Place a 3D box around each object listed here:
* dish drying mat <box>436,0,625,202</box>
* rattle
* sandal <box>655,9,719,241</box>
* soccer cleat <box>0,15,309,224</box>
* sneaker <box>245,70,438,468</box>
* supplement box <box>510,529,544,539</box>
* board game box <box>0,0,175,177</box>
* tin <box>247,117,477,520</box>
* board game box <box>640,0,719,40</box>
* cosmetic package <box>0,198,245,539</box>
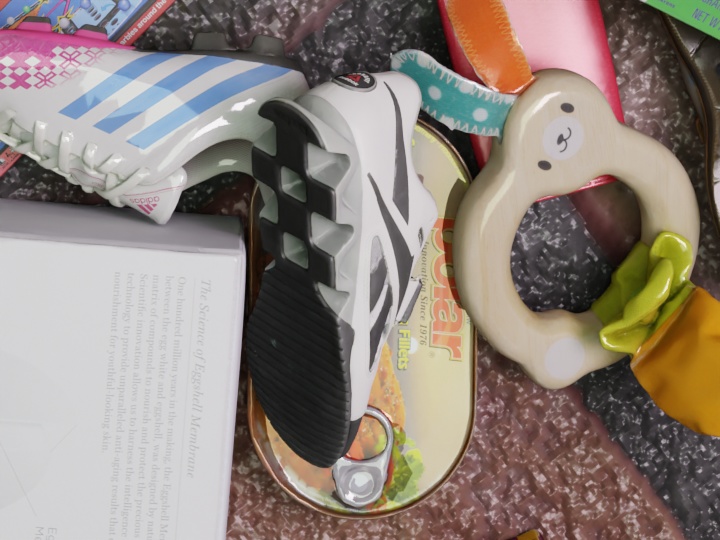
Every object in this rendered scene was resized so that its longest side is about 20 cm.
[{"bbox_3d":[0.074,-0.133,1.334,0.076,0.018,0.201,-14,99,-1],"label":"dish drying mat"},{"bbox_3d":[0.100,-0.025,1.270,0.130,0.143,0.201,-18,119,3],"label":"rattle"},{"bbox_3d":[0.185,-0.079,1.334,0.081,0.055,0.201,-22,85,-5],"label":"sandal"},{"bbox_3d":[-0.121,-0.066,1.282,0.199,0.070,0.087,2,77,-3],"label":"soccer cleat"},{"bbox_3d":[0.000,0.000,1.280,0.088,0.074,0.201,-26,135,-37],"label":"sneaker"},{"bbox_3d":[0.020,0.216,1.342,0.199,0.110,0.086,-27,100,2],"label":"supplement box"},{"bbox_3d":[-0.144,-0.144,1.321,0.103,0.019,0.200,44,95,-7],"label":"board game box"},{"bbox_3d":[0.002,0.019,1.346,0.111,0.042,0.201,2,99,1],"label":"tin"},{"bbox_3d":[0.195,-0.191,1.204,0.152,0.040,0.200,24,120,-16],"label":"board game box"},{"bbox_3d":[-0.158,0.072,1.303,0.199,0.123,0.201,5,99,-2],"label":"cosmetic package"}]
